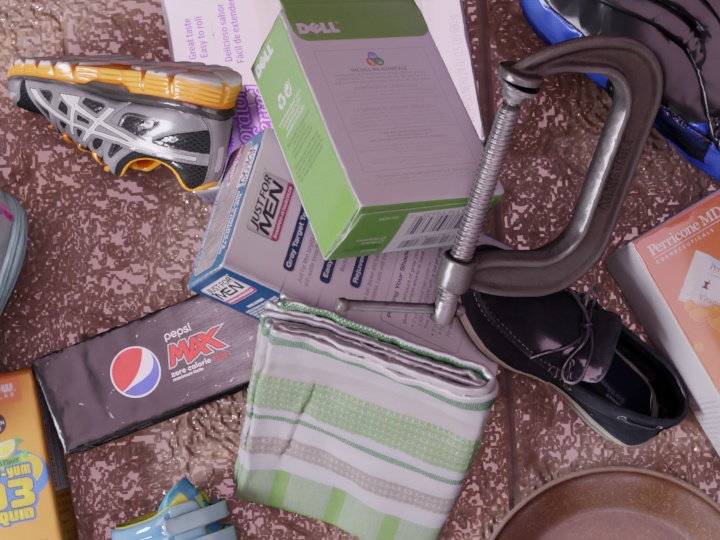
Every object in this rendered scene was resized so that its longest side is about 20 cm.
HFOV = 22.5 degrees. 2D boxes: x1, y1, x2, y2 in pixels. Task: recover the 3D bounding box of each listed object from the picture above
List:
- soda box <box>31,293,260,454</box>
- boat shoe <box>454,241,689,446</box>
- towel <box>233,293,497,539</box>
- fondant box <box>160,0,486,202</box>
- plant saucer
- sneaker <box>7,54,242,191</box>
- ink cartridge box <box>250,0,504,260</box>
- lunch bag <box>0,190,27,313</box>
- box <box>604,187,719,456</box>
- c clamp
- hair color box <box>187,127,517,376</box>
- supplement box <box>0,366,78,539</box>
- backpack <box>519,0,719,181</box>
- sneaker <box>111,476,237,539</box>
[{"bbox_3d":[-0.111,0.055,1.205,0.199,0.063,0.071,-21,85,1],"label":"soda box"},{"bbox_3d":[0.134,0.045,1.151,0.200,0.062,0.075,39,60,-24],"label":"boat shoe"},{"bbox_3d":[-0.004,0.107,1.137,0.149,0.200,0.031,20,49,5],"label":"towel"},{"bbox_3d":[-0.024,-0.135,1.213,0.199,0.058,0.145,-10,87,4],"label":"fondant box"},{"bbox_3d":[0.169,0.230,1.184,0.199,0.037,0.201,-1,77,2],"label":"plant saucer"},{"bbox_3d":[-0.161,-0.101,1.180,0.199,0.078,0.078,13,108,41],"label":"sneaker"},{"bbox_3d":[0.000,-0.108,1.117,0.103,0.059,0.201,-7,61,-30],"label":"ink cartridge box"},{"bbox_3d":[-0.301,0.028,1.175,0.160,0.077,0.201,15,85,42],"label":"lunch bag"},{"bbox_3d":[0.266,0.043,1.164,0.124,0.097,0.200,-30,86,-5],"label":"box"},{"bbox_3d":[0.093,-0.050,1.056,0.170,0.027,0.201,7,116,-32],"label":"c clamp"},{"bbox_3d":[0.000,0.000,1.153,0.199,0.060,0.100,26,66,-21],"label":"hair color box"},{"bbox_3d":[-0.227,0.167,1.205,0.066,0.069,0.201,-11,84,0],"label":"supplement box"},{"bbox_3d":[0.196,-0.168,1.147,0.200,0.168,0.163,38,83,6],"label":"backpack"},{"bbox_3d":[-0.077,0.203,1.189,0.199,0.080,0.131,1,89,2],"label":"sneaker"}]
